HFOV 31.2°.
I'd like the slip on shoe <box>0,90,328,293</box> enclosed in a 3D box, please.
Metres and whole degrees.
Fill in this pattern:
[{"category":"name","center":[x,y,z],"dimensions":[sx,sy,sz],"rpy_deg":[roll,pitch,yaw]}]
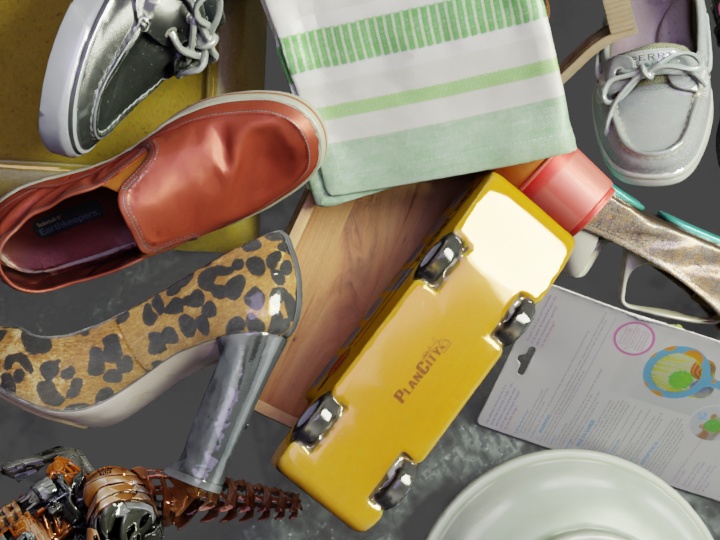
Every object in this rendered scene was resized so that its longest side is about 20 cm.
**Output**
[{"category":"slip on shoe","center":[-0.110,-0.037,0.693],"dimensions":[0.199,0.061,0.074],"rpy_deg":[-20,120,4]}]

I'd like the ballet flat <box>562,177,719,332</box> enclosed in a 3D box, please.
[{"category":"ballet flat","center":[0.162,-0.015,0.787],"dimensions":[0.199,0.068,0.067],"rpy_deg":[28,98,0]}]

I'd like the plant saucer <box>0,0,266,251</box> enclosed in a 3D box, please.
[{"category":"plant saucer","center":[-0.155,-0.117,0.761],"dimensions":[0.199,0.048,0.201],"rpy_deg":[2,77,-7]}]

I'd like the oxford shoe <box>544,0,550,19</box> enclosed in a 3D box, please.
[{"category":"oxford shoe","center":[0.031,-0.201,0.801],"dimensions":[0.199,0.073,0.071],"rpy_deg":[24,74,-3]}]

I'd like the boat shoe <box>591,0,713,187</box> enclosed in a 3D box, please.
[{"category":"boat shoe","center":[0.180,-0.144,0.790],"dimensions":[0.074,0.065,0.203],"rpy_deg":[2,60,21]}]

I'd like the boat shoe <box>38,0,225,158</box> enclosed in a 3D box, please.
[{"category":"boat shoe","center":[-0.104,-0.142,0.704],"dimensions":[0.068,0.074,0.200],"rpy_deg":[22,65,11]}]

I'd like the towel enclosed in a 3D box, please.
[{"category":"towel","center":[0.019,-0.142,0.682],"dimensions":[0.152,0.023,0.201],"rpy_deg":[-11,107,15]}]

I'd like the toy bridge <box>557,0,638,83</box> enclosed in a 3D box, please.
[{"category":"toy bridge","center":[0.070,-0.121,0.781],"dimensions":[0.199,0.027,0.067],"rpy_deg":[-16,115,12]}]

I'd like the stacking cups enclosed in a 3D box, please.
[{"category":"stacking cups","center":[0.061,-0.101,0.737],"dimensions":[0.200,0.061,0.061],"rpy_deg":[43,75,-2]}]

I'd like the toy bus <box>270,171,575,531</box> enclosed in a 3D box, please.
[{"category":"toy bus","center":[0.032,0.042,0.702],"dimensions":[0.065,0.078,0.200],"rpy_deg":[39,79,-9]}]

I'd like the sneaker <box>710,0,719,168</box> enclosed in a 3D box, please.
[{"category":"sneaker","center":[0.245,-0.138,0.800],"dimensions":[0.084,0.077,0.201],"rpy_deg":[35,52,-31]}]

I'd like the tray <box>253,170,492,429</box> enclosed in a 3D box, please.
[{"category":"tray","center":[0.000,0.000,0.756],"dimensions":[0.098,0.037,0.201],"rpy_deg":[26,81,-10]}]

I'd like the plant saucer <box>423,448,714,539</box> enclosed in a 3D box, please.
[{"category":"plant saucer","center":[0.126,0.202,0.732],"dimensions":[0.199,0.050,0.201],"rpy_deg":[1,80,-8]}]

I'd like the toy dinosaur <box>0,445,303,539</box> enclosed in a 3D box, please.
[{"category":"toy dinosaur","center":[-0.135,0.151,0.692],"dimensions":[0.199,0.102,0.136],"rpy_deg":[-22,63,9]}]

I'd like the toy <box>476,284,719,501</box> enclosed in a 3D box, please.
[{"category":"toy","center":[0.183,0.071,0.764],"dimensions":[0.199,0.115,0.047],"rpy_deg":[20,36,-1]}]

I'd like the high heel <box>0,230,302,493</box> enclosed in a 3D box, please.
[{"category":"high heel","center":[-0.133,0.021,0.713],"dimensions":[0.199,0.071,0.143],"rpy_deg":[21,83,16]}]
